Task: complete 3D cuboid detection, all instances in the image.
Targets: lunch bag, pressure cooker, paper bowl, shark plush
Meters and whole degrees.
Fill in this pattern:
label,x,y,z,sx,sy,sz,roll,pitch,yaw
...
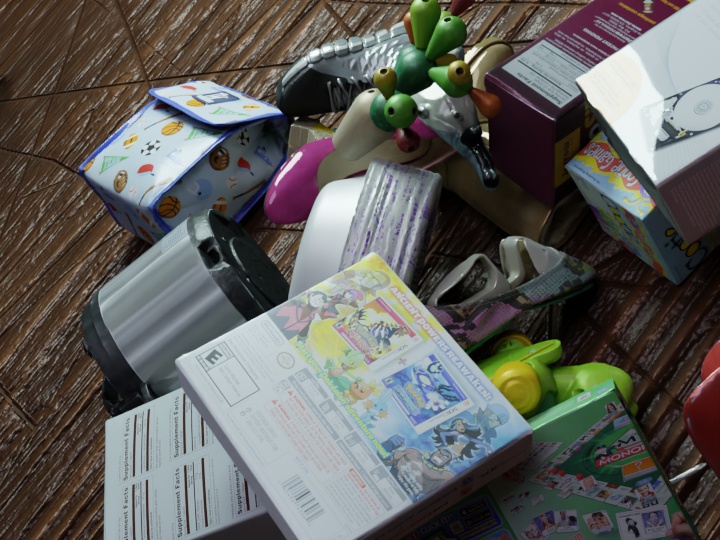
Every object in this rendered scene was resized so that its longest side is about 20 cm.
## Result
label,x,y,z,sx,sy,sz,roll,pitch,yaw
lunch bag,-0.189,-0.129,1.394,0.200,0.124,0.170,-45,44,-17
pressure cooker,-0.169,0.060,1.190,0.200,0.176,0.179,-38,73,8
paper bowl,0.000,0.000,1.093,0.104,0.201,0.201,15,62,3
shark plush,0.095,-0.145,1.138,0.091,0.083,0.200,-39,41,-2

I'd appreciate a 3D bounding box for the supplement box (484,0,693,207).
label,x,y,z,sx,sy,sz,roll,pitch,yaw
supplement box,0.210,-0.164,1.101,0.200,0.111,0.086,-36,55,-21

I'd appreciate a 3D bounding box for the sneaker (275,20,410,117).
label,x,y,z,sx,sy,sz,roll,pitch,yaw
sneaker,0.012,-0.194,1.320,0.199,0.075,0.116,-25,52,-1

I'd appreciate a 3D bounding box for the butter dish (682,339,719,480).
label,x,y,z,sx,sy,sz,roll,pitch,yaw
butter dish,0.324,0.081,0.863,0.200,0.200,0.148,-38,21,5

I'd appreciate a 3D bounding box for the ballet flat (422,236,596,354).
label,x,y,z,sx,sy,sz,roll,pitch,yaw
ballet flat,0.120,0.014,1.041,0.200,0.071,0.069,-25,9,-30

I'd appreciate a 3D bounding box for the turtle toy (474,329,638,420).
label,x,y,z,sx,sy,sz,roll,pitch,yaw
turtle toy,0.121,0.114,0.998,0.199,0.101,0.146,-20,8,9

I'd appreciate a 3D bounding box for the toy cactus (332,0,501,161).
label,x,y,z,sx,sy,sz,roll,pitch,yaw
toy cactus,0.043,-0.153,1.054,0.165,0.102,0.200,-43,24,36

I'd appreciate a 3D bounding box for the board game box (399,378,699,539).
label,x,y,z,sx,sy,sz,roll,pitch,yaw
board game box,0.133,0.185,0.931,0.200,0.135,0.029,-28,7,13

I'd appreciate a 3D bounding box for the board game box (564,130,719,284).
label,x,y,z,sx,sy,sz,roll,pitch,yaw
board game box,0.292,-0.107,1.054,0.200,0.105,0.103,-44,45,-2

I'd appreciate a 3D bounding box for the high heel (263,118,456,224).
label,x,y,z,sx,sy,sz,roll,pitch,yaw
high heel,0.003,-0.095,1.157,0.096,0.068,0.200,15,42,42

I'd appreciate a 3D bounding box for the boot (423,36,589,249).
label,x,y,z,sx,sy,sz,roll,pitch,yaw
boot,0.155,-0.125,1.196,0.200,0.066,0.175,31,90,45

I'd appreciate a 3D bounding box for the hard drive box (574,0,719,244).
label,x,y,z,sx,sy,sz,roll,pitch,yaw
hard drive box,0.289,-0.139,0.944,0.200,0.077,0.156,-33,41,8

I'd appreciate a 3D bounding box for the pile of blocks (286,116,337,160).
label,x,y,z,sx,sy,sz,roll,pitch,yaw
pile of blocks,-0.017,-0.104,1.311,0.200,0.082,0.062,45,131,55

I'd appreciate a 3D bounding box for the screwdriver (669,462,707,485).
label,x,y,z,sx,sy,sz,roll,pitch,yaw
screwdriver,0.178,0.198,0.954,0.200,0.028,0.029,-30,17,17

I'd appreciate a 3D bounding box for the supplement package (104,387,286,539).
label,x,y,z,sx,sy,sz,roll,pitch,yaw
supplement package,-0.076,0.189,1.021,0.200,0.191,0.147,-24,48,18

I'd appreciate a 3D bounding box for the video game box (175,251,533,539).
label,x,y,z,sx,sy,sz,roll,pitch,yaw
video game box,-0.007,0.100,0.897,0.182,0.047,0.200,-29,56,-17
